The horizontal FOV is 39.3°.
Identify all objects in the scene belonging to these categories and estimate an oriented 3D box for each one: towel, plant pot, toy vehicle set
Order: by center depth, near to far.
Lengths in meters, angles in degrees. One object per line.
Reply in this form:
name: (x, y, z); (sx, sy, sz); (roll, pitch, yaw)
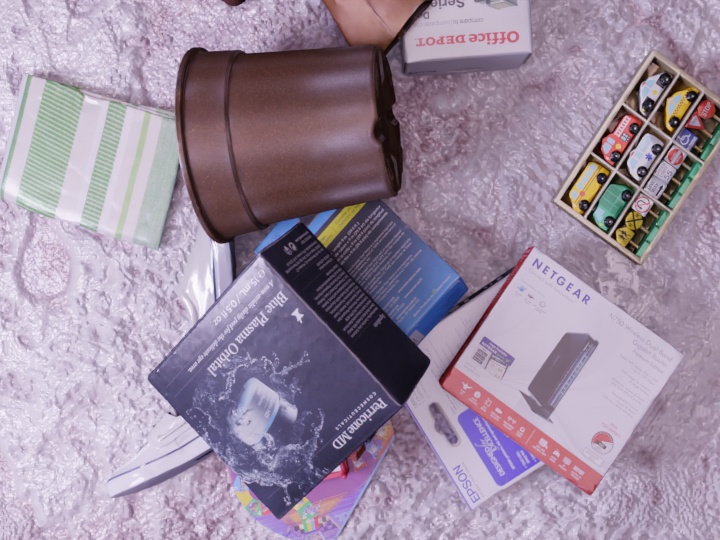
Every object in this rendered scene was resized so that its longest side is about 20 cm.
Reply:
plant pot: (-0.063, -0.139, 1.029); (0.194, 0.200, 0.205); (-6, 92, 12)
toy vehicle set: (0.318, -0.125, 1.127); (0.123, 0.027, 0.202); (33, 92, -1)
towel: (-0.303, -0.125, 1.140); (0.196, 0.023, 0.156); (16, 92, -1)

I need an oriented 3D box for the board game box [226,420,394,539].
board game box: (-0.059, 0.208, 1.135); (0.156, 0.039, 0.202); (31, 92, 0)

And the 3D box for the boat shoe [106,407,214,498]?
boat shoe: (-0.201, 0.185, 1.130); (0.197, 0.074, 0.066); (-29, 76, -2)

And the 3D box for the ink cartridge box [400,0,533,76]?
ink cartridge box: (0.109, -0.323, 1.095); (0.143, 0.084, 0.205); (-5, 92, 2)

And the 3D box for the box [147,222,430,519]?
box: (-0.071, 0.100, 1.014); (0.200, 0.117, 0.197); (45, 115, 0)

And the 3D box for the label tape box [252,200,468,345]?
label tape box: (0.000, 0.000, 1.110); (0.144, 0.063, 0.200); (-46, 70, 3)

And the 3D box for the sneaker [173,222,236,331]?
sneaker: (-0.174, 0.002, 1.115); (0.069, 0.073, 0.205); (-3, 92, -2)

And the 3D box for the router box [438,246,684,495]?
router box: (0.212, 0.105, 1.081); (0.198, 0.049, 0.181); (34, 91, 1)

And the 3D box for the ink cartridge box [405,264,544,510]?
ink cartridge box: (0.152, 0.129, 1.129); (0.198, 0.043, 0.200); (-32, 90, 1)

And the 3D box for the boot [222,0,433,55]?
boot: (-0.043, -0.296, 1.082); (0.188, 0.068, 0.201); (-40, 88, 21)
